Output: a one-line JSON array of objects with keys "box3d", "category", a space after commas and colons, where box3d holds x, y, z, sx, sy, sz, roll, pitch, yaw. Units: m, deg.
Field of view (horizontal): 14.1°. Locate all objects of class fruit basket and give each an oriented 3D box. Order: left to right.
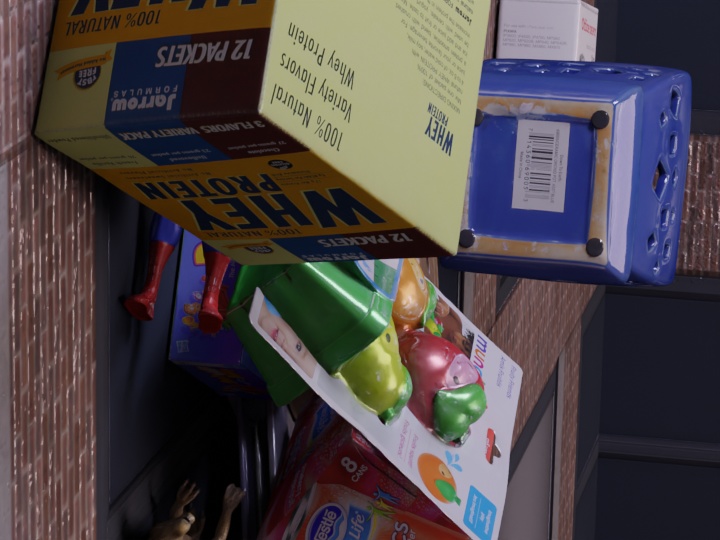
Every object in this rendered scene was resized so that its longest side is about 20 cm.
[{"box3d": [0.022, 0.040, 1.645, 0.094, 0.200, 0.186, -43, -163, 29], "category": "fruit basket"}]

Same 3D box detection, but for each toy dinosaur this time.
[{"box3d": [-0.101, 0.187, 1.686, 0.201, 0.058, 0.101, 84, 30, -44], "category": "toy dinosaur"}]

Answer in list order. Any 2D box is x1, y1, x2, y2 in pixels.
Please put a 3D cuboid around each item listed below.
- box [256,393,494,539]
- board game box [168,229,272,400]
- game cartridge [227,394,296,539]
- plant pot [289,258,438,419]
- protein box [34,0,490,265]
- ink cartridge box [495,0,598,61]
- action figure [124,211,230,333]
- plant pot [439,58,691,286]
[{"box3d": [0.014, 0.117, 1.743, 0.100, 0.095, 0.200, -49, -171, 22], "category": "box"}, {"box3d": [-0.067, -0.032, 1.746, 0.134, 0.045, 0.201, 48, 47, -74], "category": "board game box"}, {"box3d": [-0.056, 0.161, 1.821, 0.130, 0.038, 0.201, 82, 3, -61], "category": "game cartridge"}, {"box3d": [0.000, 0.000, 1.902, 0.201, 0.092, 0.202, -4, 90, -81], "category": "plant pot"}, {"box3d": [-0.041, -0.130, 1.471, 0.198, 0.134, 0.201, 34, 59, -53], "category": "protein box"}, {"box3d": [0.176, -0.162, 2.801, 0.146, 0.084, 0.201, -7, 99, -78], "category": "ink cartridge box"}, {"box3d": [-0.083, -0.070, 1.601, 0.052, 0.065, 0.201, 84, 15, -72], "category": "action figure"}, {"box3d": [0.173, -0.085, 2.554, 0.180, 0.199, 0.201, -11, 105, -72], "category": "plant pot"}]
